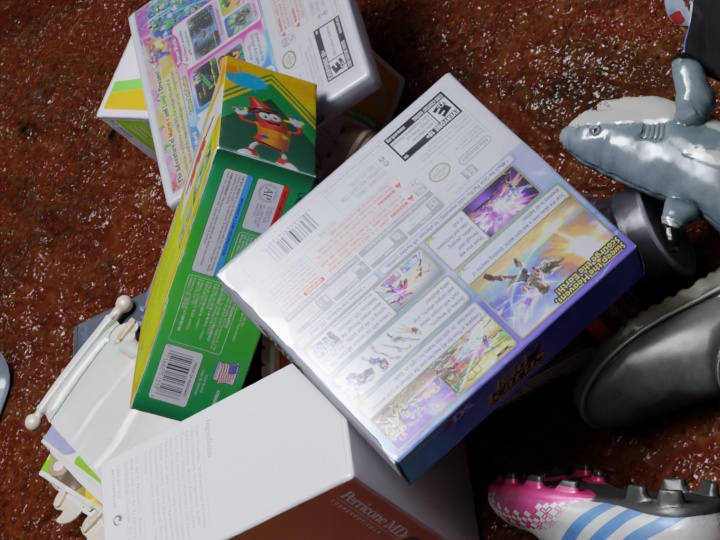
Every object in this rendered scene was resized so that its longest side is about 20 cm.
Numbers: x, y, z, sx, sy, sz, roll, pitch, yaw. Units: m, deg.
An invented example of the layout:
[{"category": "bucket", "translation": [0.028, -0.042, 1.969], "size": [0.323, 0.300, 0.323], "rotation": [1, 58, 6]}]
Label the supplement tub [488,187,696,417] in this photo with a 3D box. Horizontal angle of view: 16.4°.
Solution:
[{"category": "supplement tub", "translation": [0.117, 0.018, 1.628], "size": [0.200, 0.107, 0.107], "rotation": [-31, 46, 23]}]

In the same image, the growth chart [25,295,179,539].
[{"category": "growth chart", "translation": [-0.179, 0.120, 1.822], "size": [0.145, 0.018, 0.200], "rotation": [-49, 42, 5]}]

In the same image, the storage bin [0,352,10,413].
[{"category": "storage bin", "translation": [-0.402, 0.081, 1.991], "size": [0.134, 0.200, 0.146], "rotation": [-11, 55, 48]}]

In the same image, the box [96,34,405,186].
[{"category": "box", "translation": [-0.084, -0.132, 1.905], "size": [0.200, 0.112, 0.102], "rotation": [6, 67, 42]}]

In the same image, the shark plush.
[{"category": "shark plush", "translation": [0.213, -0.037, 1.548], "size": [0.083, 0.091, 0.200], "rotation": [-31, 70, -16]}]

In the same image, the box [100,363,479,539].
[{"category": "box", "translation": [-0.047, 0.160, 1.640], "size": [0.200, 0.152, 0.107], "rotation": [-28, 47, 25]}]

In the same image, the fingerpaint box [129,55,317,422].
[{"category": "fingerpaint box", "translation": [-0.090, -0.019, 1.694], "size": [0.167, 0.073, 0.201], "rotation": [-93, 21, -65]}]

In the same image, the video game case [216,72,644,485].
[{"category": "video game case", "translation": [0.043, 0.003, 1.553], "size": [0.200, 0.045, 0.181], "rotation": [-41, 61, -7]}]

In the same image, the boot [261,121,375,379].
[{"category": "boot", "translation": [0.000, 0.000, 1.751], "size": [0.107, 0.075, 0.201], "rotation": [22, 73, 10]}]

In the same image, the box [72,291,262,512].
[{"category": "box", "translation": [-0.125, 0.080, 1.847], "size": [0.200, 0.044, 0.161], "rotation": [-24, 50, 28]}]

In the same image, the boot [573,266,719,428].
[{"category": "boot", "translation": [0.237, 0.094, 1.506], "size": [0.182, 0.073, 0.200], "rotation": [-39, 50, 14]}]

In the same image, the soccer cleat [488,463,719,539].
[{"category": "soccer cleat", "translation": [0.147, 0.167, 1.529], "size": [0.200, 0.070, 0.087], "rotation": [2, 95, 55]}]

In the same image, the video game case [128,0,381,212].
[{"category": "video game case", "translation": [-0.081, -0.161, 1.824], "size": [0.182, 0.024, 0.200], "rotation": [-32, 48, 20]}]

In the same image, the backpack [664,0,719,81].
[{"category": "backpack", "translation": [0.289, -0.208, 1.565], "size": [0.190, 0.201, 0.154], "rotation": [-17, 38, -27]}]
